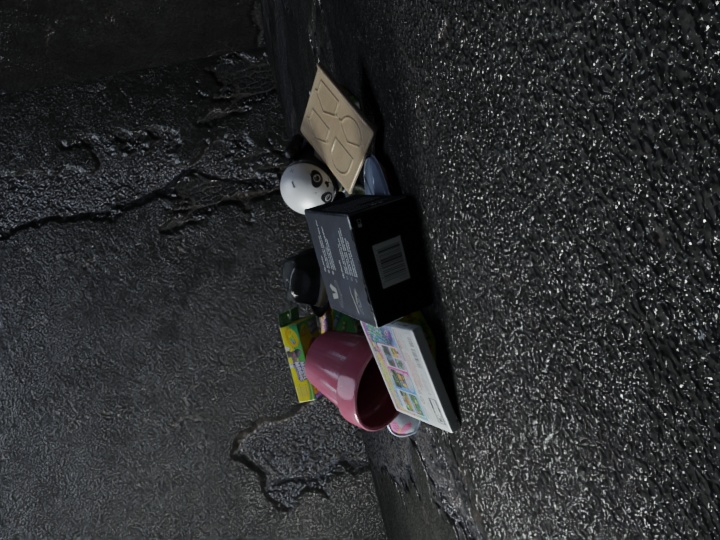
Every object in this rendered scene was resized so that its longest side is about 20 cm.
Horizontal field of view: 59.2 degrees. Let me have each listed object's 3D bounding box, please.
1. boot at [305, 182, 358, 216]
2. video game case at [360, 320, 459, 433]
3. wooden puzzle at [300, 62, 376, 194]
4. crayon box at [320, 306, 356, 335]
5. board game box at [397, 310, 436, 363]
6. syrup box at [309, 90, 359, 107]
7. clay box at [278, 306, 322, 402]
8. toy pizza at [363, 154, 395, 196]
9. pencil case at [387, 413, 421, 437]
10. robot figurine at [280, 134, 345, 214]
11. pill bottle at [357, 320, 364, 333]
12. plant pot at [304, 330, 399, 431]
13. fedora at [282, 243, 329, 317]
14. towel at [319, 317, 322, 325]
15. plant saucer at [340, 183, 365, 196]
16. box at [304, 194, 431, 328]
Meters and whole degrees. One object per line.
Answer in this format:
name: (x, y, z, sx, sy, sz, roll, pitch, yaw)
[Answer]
boot: (-0.078, -0.124, 1.575, 0.155, 0.073, 0.201, -8, 72, 50)
video game case: (0.084, 0.180, 1.130, 0.182, 0.024, 0.201, 4, 119, 62)
wooden puzzle: (-0.039, -0.276, 1.238, 0.185, 0.046, 0.200, 54, 151, 19)
crayon box: (-0.052, 0.131, 1.499, 0.119, 0.058, 0.201, -174, 81, -73)
board game box: (0.091, 0.109, 1.213, 0.200, 0.047, 0.102, -114, 14, -53)
syrup box: (-0.056, -0.348, 1.402, 0.200, 0.078, 0.082, -116, 16, -60)
clay box: (-0.123, 0.183, 1.437, 0.115, 0.047, 0.201, -23, -81, -71)
toy pizza: (0.046, -0.123, 1.212, 0.200, 0.032, 0.201, 167, 90, -81)
pencil case: (0.079, 0.307, 1.494, 0.091, 0.083, 0.200, 57, 179, -22)
robot figurine: (-0.096, -0.209, 1.377, 0.200, 0.150, 0.125, -67, -1, -47)
pill bottle: (0.018, 0.147, 1.563, 0.114, 0.113, 0.200, 85, 168, -48)
plant pot: (-0.012, 0.212, 1.338, 0.179, 0.200, 0.201, 17, 128, 38)
fedora: (-0.130, 0.017, 1.475, 0.201, 0.091, 0.202, 177, 90, -73)
towel: (-0.025, 0.120, 1.668, 0.030, 0.199, 0.147, -47, 47, 37)
plant saucer: (-0.009, -0.092, 1.419, 0.200, 0.050, 0.201, -18, 68, 52)
box: (0.008, -0.026, 1.122, 0.200, 0.117, 0.197, 16, 123, 62)
